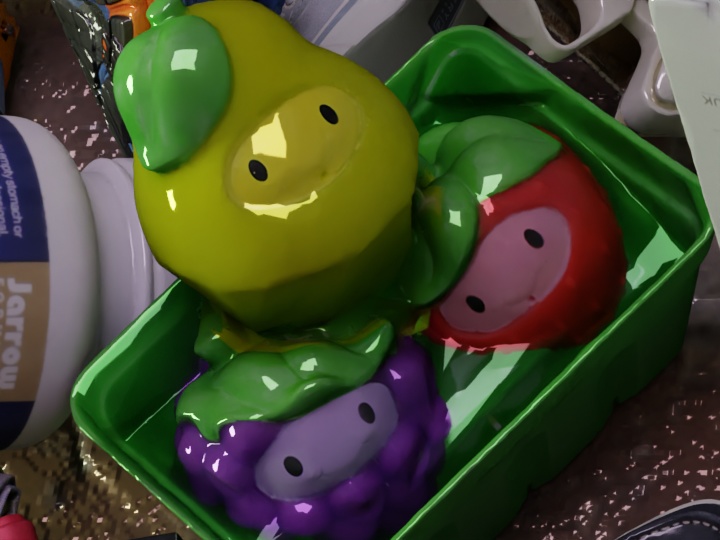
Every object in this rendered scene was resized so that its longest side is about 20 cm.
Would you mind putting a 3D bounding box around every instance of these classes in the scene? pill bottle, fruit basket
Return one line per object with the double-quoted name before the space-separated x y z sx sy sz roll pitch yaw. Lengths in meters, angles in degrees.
"pill bottle" -0.155 0.005 1.022 0.200 0.120 0.120 -1 51 -26
"fruit basket" 0.000 0.000 0.971 0.216 0.216 0.155 -44 57 -12

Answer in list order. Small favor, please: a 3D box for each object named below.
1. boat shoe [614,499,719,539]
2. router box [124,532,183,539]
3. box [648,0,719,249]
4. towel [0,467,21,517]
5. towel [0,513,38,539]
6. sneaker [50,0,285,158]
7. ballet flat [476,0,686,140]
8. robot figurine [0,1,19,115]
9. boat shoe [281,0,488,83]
"boat shoe" 0.051 0.138 0.953 0.200 0.062 0.075 -32 54 -6
"router box" -0.147 0.182 0.991 0.199 0.052 0.158 -9 58 11
"box" 0.215 -0.037 0.849 0.199 0.200 0.131 13 53 33
"towel" -0.219 0.123 1.004 0.200 0.023 0.144 4 61 19
"towel" -0.141 0.190 0.922 0.144 0.022 0.200 -21 74 1
"sneaker" -0.063 -0.090 1.063 0.078 0.200 0.075 -23 86 -10
"ballet flat" 0.085 -0.092 1.028 0.200 0.068 0.075 37 44 -9
"robot figurine" -0.206 -0.022 1.133 0.145 0.058 0.200 1 59 19
"boat shoe" -0.003 -0.094 1.116 0.071 0.070 0.201 13 59 34
